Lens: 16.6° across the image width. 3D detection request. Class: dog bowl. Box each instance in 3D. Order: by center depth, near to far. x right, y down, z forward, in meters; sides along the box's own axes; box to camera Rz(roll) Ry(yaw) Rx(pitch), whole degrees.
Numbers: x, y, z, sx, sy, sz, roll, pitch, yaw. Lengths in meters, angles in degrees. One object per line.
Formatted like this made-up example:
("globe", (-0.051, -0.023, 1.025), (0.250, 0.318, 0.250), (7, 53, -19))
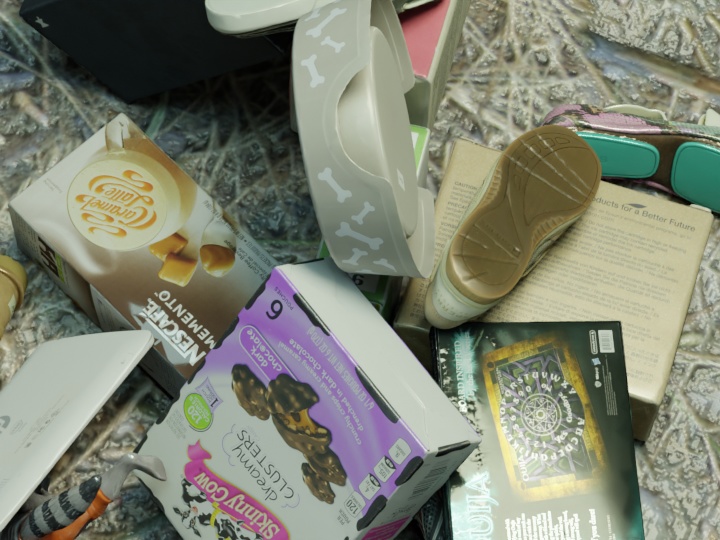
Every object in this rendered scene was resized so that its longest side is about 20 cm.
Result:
("dog bowl", (0.002, -0.090, 1.659), (0.058, 0.200, 0.201), (-9, 63, 11))

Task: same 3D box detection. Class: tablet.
("tablet", (-0.235, 0.112, 1.688), (0.130, 0.014, 0.200), (-8, 34, 44))

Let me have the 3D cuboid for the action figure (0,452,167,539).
("action figure", (-0.231, 0.162, 1.676), (0.193, 0.105, 0.201), (-13, 56, 23))

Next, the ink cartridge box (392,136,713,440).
("ink cartridge box", (0.138, 0.014, 1.789), (0.199, 0.075, 0.165), (17, 63, 7))

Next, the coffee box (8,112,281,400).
("coffee box", (-0.145, -0.001, 1.783), (0.114, 0.080, 0.200), (-40, 71, -19))

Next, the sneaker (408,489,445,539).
("sneaker", (0.062, 0.174, 1.714), (0.074, 0.081, 0.201), (-17, 61, 22))

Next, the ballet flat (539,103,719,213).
("ballet flat", (0.232, -0.093, 1.857), (0.199, 0.069, 0.071), (12, 44, 5))

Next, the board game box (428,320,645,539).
("board game box", (0.119, 0.129, 1.669), (0.134, 0.028, 0.201), (0, 64, -7))

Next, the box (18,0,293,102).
("box", (-0.123, -0.252, 1.831), (0.124, 0.199, 0.197), (40, 60, -29))

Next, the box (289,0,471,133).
("box", (0.024, -0.204, 1.864), (0.108, 0.128, 0.201), (14, 63, 5))

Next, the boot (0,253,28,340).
("boot", (-0.333, 0.050, 1.721), (0.174, 0.066, 0.200), (12, 41, 3))

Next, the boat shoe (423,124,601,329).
("boat shoe", (0.103, -0.031, 1.729), (0.072, 0.065, 0.200), (40, 47, -1))

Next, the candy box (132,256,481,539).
("candy box", (-0.042, 0.122, 1.664), (0.168, 0.200, 0.071), (50, 29, 20))

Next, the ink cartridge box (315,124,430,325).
("ink cartridge box", (0.000, 0.000, 1.775), (0.059, 0.104, 0.201), (12, 64, 5))

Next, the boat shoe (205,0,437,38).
("boat shoe", (-0.017, -0.190, 1.730), (0.199, 0.064, 0.071), (-21, 36, -26))
